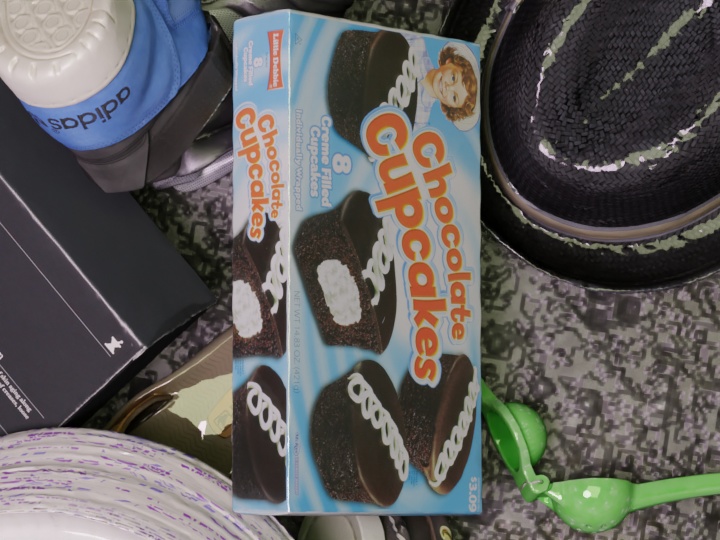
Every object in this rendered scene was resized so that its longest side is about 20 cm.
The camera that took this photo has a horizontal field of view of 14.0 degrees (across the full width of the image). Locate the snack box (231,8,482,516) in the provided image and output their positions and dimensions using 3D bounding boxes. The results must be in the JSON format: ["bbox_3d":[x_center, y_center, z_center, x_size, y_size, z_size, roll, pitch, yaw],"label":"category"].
[{"bbox_3d":[0.000,0.000,1.202,0.037,0.116,0.201,-5,83,44],"label":"snack box"}]

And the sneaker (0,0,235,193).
[{"bbox_3d":[-0.096,-0.125,1.197,0.076,0.111,0.201,-10,53,16],"label":"sneaker"}]

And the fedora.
[{"bbox_3d":[0.125,-0.089,1.245,0.199,0.092,0.202,0,88,1],"label":"fedora"}]

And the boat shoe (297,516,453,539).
[{"bbox_3d":[0.012,0.197,1.249,0.060,0.072,0.203,1,89,-37],"label":"boat shoe"}]

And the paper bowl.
[{"bbox_3d":[-0.116,0.173,1.193,0.199,0.105,0.202,5,123,8],"label":"paper bowl"}]

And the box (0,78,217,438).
[{"bbox_3d":[-0.181,-0.014,1.234,0.141,0.079,0.200,-41,87,29],"label":"box"}]

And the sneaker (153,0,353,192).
[{"bbox_3d":[-0.102,-0.094,1.260,0.199,0.075,0.115,4,85,-1],"label":"sneaker"}]

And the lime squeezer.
[{"bbox_3d":[0.088,0.069,1.269,0.199,0.038,0.071,30,88,3],"label":"lime squeezer"}]

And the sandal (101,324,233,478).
[{"bbox_3d":[-0.085,0.093,1.263,0.200,0.054,0.080,-45,87,-1],"label":"sandal"}]
